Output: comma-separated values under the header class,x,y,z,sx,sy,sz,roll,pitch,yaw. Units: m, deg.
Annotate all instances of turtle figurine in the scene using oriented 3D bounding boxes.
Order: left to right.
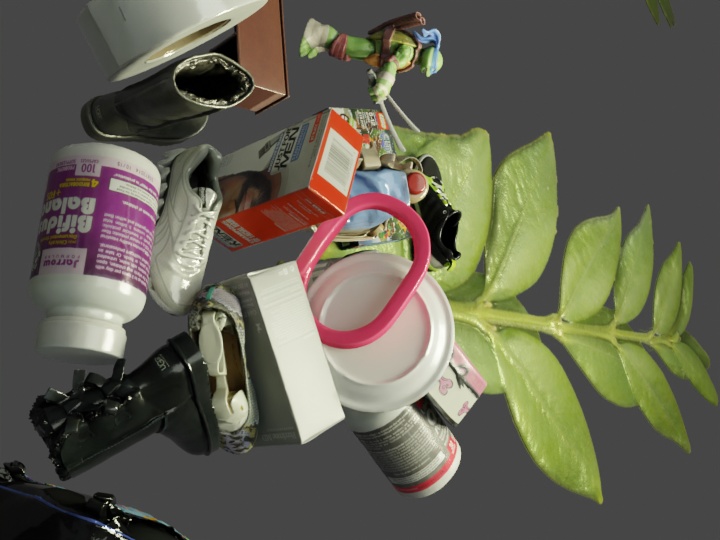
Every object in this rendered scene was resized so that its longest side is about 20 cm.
class,x,y,z,sx,sy,sz,roll,pitch,yaw
turtle figurine,0.008,-0.271,1.132,0.191,0.201,0.145,20,46,4

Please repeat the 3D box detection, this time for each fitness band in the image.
class,x,y,z,sx,sy,sz,roll,pitch,yaw
fitness band,0.000,0.000,0.981,0.143,0.037,0.201,34,77,8

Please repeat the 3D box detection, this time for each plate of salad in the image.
class,x,y,z,sx,sy,sz,roll,pitch,yaw
plate of salad,0.018,0.077,0.998,0.048,0.197,0.203,84,7,-73

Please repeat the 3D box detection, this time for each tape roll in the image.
class,x,y,z,sx,sy,sz,roll,pitch,yaw
tape roll,-0.203,-0.282,0.868,0.202,0.201,0.071,-42,111,-46

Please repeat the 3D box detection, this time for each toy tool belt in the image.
class,x,y,z,sx,sy,sz,roll,pitch,yaw
toy tool belt,0.013,-0.107,1.067,0.197,0.123,0.127,-11,88,-15

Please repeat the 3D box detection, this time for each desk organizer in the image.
class,x,y,z,sx,sy,sz,roll,pitch,yaw
desk organizer,-0.149,-0.317,1.037,0.076,0.071,0.203,6,75,-45

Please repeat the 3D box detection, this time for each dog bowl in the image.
class,x,y,z,sx,sy,sz,roll,pitch,yaw
dog bowl,0.097,0.113,1.103,0.201,0.073,0.200,52,3,-3

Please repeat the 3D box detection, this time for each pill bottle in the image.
class,x,y,z,sx,sy,sz,roll,pitch,yaw
pill bottle,-0.264,-0.013,0.790,0.112,0.111,0.203,20,64,-43
pill bottle,0.044,0.201,1.078,0.201,0.110,0.111,56,45,-22

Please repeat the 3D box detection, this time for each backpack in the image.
class,x,y,z,sx,sy,sz,roll,pitch,yaw
backpack,-0.235,0.272,0.703,0.200,0.181,0.136,46,56,-45

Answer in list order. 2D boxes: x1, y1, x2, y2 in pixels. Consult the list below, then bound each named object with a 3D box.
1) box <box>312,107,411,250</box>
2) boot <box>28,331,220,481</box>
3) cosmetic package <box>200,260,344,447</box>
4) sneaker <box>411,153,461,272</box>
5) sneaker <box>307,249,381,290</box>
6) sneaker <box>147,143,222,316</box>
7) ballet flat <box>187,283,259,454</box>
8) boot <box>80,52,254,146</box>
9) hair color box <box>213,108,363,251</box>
class,x,y,z,sx,sy,sz,roll,pitch,yaw
box,0.007,-0.138,1.186,0.136,0.037,0.203,-11,88,-49
boot,-0.228,0.156,0.796,0.161,0.200,0.073,-29,57,-24
cosmetic package,-0.105,0.101,0.943,0.090,0.106,0.203,-17,90,-48
sneaker,0.131,-0.094,1.280,0.071,0.082,0.203,10,72,-46
sneaker,0.022,0.012,1.102,0.198,0.115,0.076,1,78,-48
sneaker,-0.197,-0.050,0.903,0.075,0.080,0.203,17,69,-46
ballet flat,-0.156,0.119,0.882,0.072,0.071,0.203,-20,108,-49
boot,-0.185,-0.187,0.860,0.181,0.198,0.074,-26,99,-48
hair color box,-0.096,-0.102,0.936,0.064,0.198,0.112,35,55,-35
